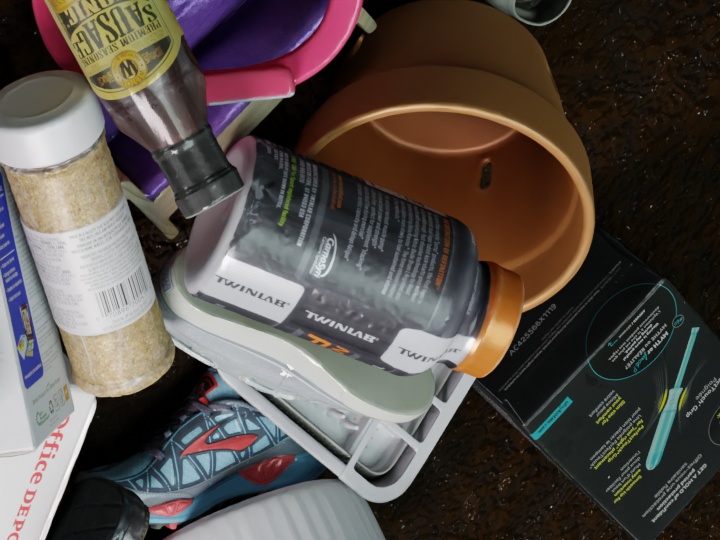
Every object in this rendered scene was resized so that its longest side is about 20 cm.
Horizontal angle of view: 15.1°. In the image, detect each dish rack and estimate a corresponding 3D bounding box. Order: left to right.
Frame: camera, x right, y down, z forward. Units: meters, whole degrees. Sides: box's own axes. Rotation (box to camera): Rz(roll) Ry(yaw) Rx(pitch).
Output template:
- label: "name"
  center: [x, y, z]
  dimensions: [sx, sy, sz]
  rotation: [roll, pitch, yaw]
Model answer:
- label: "dish rack"
  center: [-0.009, 0.042, 1.863]
  dimensions: [0.200, 0.043, 0.172]
  rotation: [42, 74, -33]

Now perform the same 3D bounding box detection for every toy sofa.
- label: "toy sofa"
  center: [-0.097, -0.128, 1.704]
  dimensions: [0.200, 0.083, 0.098]
  rotation: [-46, 135, -2]

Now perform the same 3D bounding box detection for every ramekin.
- label: "ramekin"
  center: [-0.068, 0.223, 1.886]
  dimensions: [0.199, 0.098, 0.201]
  rotation: [-22, 165, -6]

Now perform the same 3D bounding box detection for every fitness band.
- label: "fitness band"
  center: [-0.096, -0.172, 1.630]
  dimensions: [0.199, 0.037, 0.145]
  rotation: [-4, 97, -1]

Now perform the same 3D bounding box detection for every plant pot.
- label: "plant pot"
  center: [0.052, -0.080, 1.768]
  dimensions: [0.199, 0.141, 0.201]
  rotation: [2, 136, 2]

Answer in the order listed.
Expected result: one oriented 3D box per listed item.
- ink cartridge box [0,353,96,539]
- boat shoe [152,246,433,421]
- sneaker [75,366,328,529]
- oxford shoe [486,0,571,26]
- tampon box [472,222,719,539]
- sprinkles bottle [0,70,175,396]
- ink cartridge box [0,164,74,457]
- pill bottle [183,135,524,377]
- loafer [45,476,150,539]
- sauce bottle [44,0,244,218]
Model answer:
- label: "ink cartridge box"
  center: [-0.287, 0.110, 1.720]
  dimensions: [0.199, 0.083, 0.147]
  rotation: [9, 112, -39]
- label: "boat shoe"
  center: [-0.048, 0.046, 1.758]
  dimensions: [0.200, 0.071, 0.070]
  rotation: [26, 57, -20]
- label: "sneaker"
  center: [-0.113, 0.111, 1.867]
  dimensions: [0.199, 0.079, 0.096]
  rotation: [-15, 112, -35]
- label: "oxford shoe"
  center: [0.082, -0.212, 1.772]
  dimensions: [0.075, 0.058, 0.200]
  rotation: [-50, 145, 11]
- label: "tampon box"
  center: [0.181, 0.077, 2.004]
  dimensions: [0.150, 0.126, 0.200]
  rotation: [-46, 135, -1]
- label: "sprinkles bottle"
  center: [-0.167, -0.020, 1.639]
  dimensions: [0.068, 0.068, 0.201]
  rotation: [-27, 126, -19]
- label: "ink cartridge box"
  center: [-0.215, 0.003, 1.636]
  dimensions: [0.037, 0.095, 0.201]
  rotation: [-6, 100, 10]
- label: "pill bottle"
  center: [0.000, 0.000, 1.680]
  dimensions: [0.199, 0.106, 0.107]
  rotation: [22, 106, -16]
- label: "loafer"
  center: [-0.174, 0.187, 1.788]
  dimensions: [0.072, 0.200, 0.073]
  rotation: [26, 65, -17]
- label: "sauce bottle"
  center: [-0.130, -0.127, 1.577]
  dimensions: [0.066, 0.066, 0.201]
  rotation: [-32, 96, -14]
